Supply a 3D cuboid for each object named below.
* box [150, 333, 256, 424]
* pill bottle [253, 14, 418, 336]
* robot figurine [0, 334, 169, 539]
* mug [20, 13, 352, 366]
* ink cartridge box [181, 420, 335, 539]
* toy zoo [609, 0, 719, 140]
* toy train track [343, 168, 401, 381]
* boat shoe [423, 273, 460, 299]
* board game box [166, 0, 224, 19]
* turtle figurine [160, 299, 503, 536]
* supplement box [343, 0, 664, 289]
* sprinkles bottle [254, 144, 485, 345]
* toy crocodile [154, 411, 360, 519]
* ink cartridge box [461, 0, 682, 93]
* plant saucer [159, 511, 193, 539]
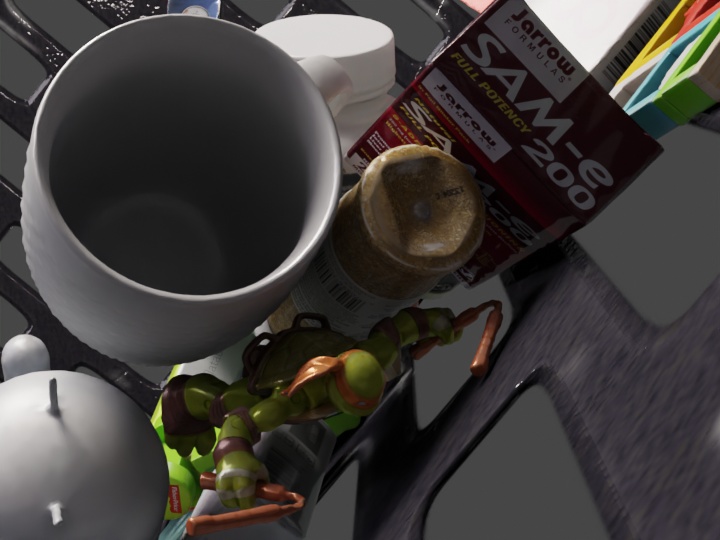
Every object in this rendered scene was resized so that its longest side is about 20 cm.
[{"bbox_3d":[-0.104,0.061,1.218,0.122,0.048,0.200,120,173,-68],"label":"box"},{"bbox_3d":[-0.021,-0.057,1.100,0.120,0.119,0.201,-58,-29,-60],"label":"pill bottle"},{"bbox_3d":[-0.157,0.120,0.868,0.113,0.170,0.200,-14,-19,-16],"label":"robot figurine"},{"bbox_3d":[-0.081,-0.041,0.873,0.200,0.148,0.175,-42,-5,-24],"label":"mug"},{"bbox_3d":[-0.098,0.174,0.946,0.200,0.057,0.163,-45,6,13],"label":"ink cartridge box"},{"bbox_3d":[0.168,-0.112,0.866,0.131,0.020,0.200,-52,5,-17],"label":"toy zoo"},{"bbox_3d":[-0.018,-0.029,1.014,0.033,0.200,0.115,-31,13,-32],"label":"toy train track"},{"bbox_3d":[0.085,-0.074,1.065,0.200,0.072,0.068,-61,3,-25],"label":"boat shoe"},{"bbox_3d":[-0.099,-0.063,1.094,0.200,0.034,0.136,85,-175,-64],"label":"board game box"},{"bbox_3d":[-0.038,0.060,0.820,0.200,0.065,0.161,-37,13,-31],"label":"turtle figurine"},{"bbox_3d":[0.066,-0.061,0.879,0.061,0.109,0.200,-44,1,-16],"label":"supplement box"},{"bbox_3d":[0.000,0.000,0.898,0.068,0.068,0.200,-53,4,-26],"label":"sprinkles bottle"},{"bbox_3d":[-0.080,0.116,1.074,0.200,0.062,0.068,-24,28,22],"label":"toy crocodile"},{"bbox_3d":[0.139,-0.215,1.069,0.163,0.200,0.057,-51,-37,4],"label":"ink cartridge box"},{"bbox_3d":[-0.111,0.183,1.168,0.200,0.036,0.200,-51,4,5],"label":"plant saucer"}]
